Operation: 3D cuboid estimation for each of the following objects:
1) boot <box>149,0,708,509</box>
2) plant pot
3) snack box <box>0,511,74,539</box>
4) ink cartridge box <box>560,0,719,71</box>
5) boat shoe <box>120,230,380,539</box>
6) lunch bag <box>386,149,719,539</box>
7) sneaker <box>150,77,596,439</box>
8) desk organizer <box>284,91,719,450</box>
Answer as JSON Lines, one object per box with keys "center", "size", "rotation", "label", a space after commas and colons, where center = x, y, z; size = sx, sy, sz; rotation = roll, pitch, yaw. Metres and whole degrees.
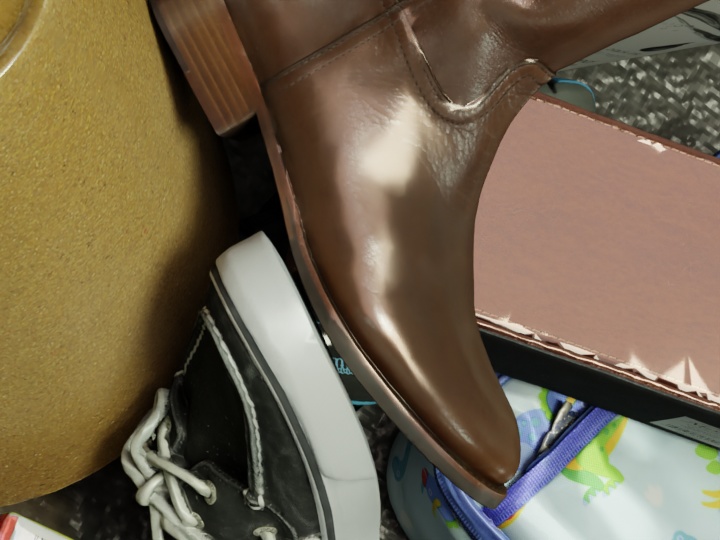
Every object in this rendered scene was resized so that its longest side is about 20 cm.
{"center": [0.066, -0.056, 0.772], "size": [0.199, 0.064, 0.187], "rotation": [-31, 95, 7], "label": "boot"}
{"center": [-0.126, -0.046, 0.789], "size": [0.185, 0.200, 0.188], "rotation": [1, 70, -3], "label": "plant pot"}
{"center": [-0.047, 0.140, 0.850], "size": [0.199, 0.142, 0.053], "rotation": [28, 75, -15], "label": "snack box"}
{"center": [0.098, -0.126, 0.889], "size": [0.146, 0.199, 0.085], "rotation": [8, 78, -52], "label": "ink cartridge box"}
{"center": [-0.037, 0.061, 0.838], "size": [0.068, 0.200, 0.074], "rotation": [-22, 65, -10], "label": "boat shoe"}
{"center": [0.117, 0.060, 0.959], "size": [0.200, 0.082, 0.161], "rotation": [-41, 94, -22], "label": "lunch bag"}
{"center": [0.000, 0.000, 0.932], "size": [0.199, 0.073, 0.082], "rotation": [-29, 97, -11], "label": "sneaker"}
{"center": [0.079, 0.000, 0.872], "size": [0.199, 0.072, 0.077], "rotation": [19, 80, -9], "label": "desk organizer"}
